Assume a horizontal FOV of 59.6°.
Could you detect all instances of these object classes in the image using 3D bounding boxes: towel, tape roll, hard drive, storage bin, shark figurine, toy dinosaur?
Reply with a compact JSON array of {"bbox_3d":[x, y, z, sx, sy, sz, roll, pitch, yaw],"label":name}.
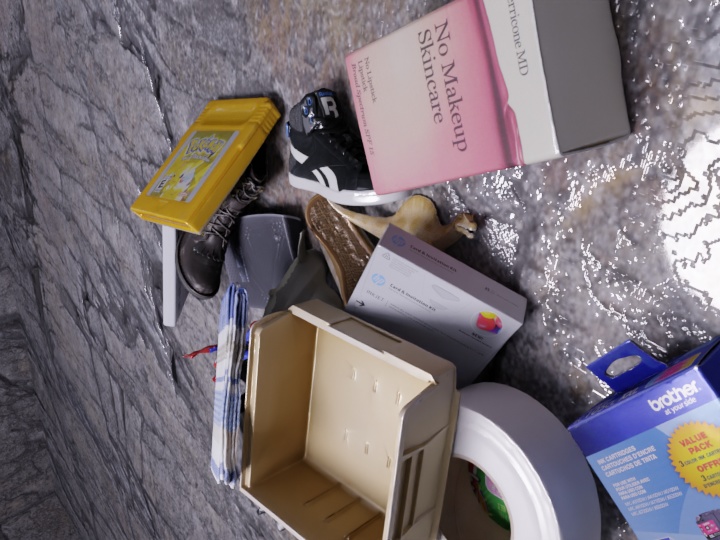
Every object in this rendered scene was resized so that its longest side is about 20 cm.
[{"bbox_3d":[-0.146,0.125,0.696,0.147,0.023,0.206,148,125,-70],"label":"towel"},{"bbox_3d":[0.123,0.216,0.600,0.200,0.070,0.208,14,109,46],"label":"tape roll"},{"bbox_3d":[-0.137,-0.015,0.909,0.198,0.042,0.138,-2,104,52],"label":"hard drive"},{"bbox_3d":[-0.016,0.157,0.606,0.197,0.093,0.204,21,113,39],"label":"storage bin"},{"bbox_3d":[-0.069,0.048,0.736,0.088,0.217,0.129,26,148,3],"label":"shark figurine"},{"bbox_3d":[0.049,-0.030,0.681,0.197,0.057,0.104,10,98,40],"label":"toy dinosaur"}]

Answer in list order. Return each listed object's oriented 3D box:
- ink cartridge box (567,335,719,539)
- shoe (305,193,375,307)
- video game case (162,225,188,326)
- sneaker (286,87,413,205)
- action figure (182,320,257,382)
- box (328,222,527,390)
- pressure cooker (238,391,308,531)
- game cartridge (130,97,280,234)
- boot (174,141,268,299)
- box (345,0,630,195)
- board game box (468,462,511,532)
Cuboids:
[{"bbox_3d":[0.255,0.143,0.473,0.203,0.075,0.137,59,141,16],"label":"ink cartridge box"},{"bbox_3d":[0.000,0.000,0.748,0.069,0.053,0.204,-27,85,9],"label":"shoe"},{"bbox_3d":[-0.278,-0.048,0.991,0.184,0.022,0.204,-88,7,-56],"label":"video game case"},{"bbox_3d":[-0.024,-0.141,0.692,0.198,0.072,0.115,19,121,47],"label":"sneaker"},{"bbox_3d":[-0.221,0.142,1.040,0.199,0.097,0.067,-33,79,54],"label":"action figure"},{"bbox_3d":[0.055,0.067,0.653,0.153,0.042,0.202,28,134,1],"label":"box"},{"bbox_3d":[-0.060,0.229,0.810,0.176,0.176,0.203,-45,70,46],"label":"pressure cooker"},{"bbox_3d":[-0.208,-0.147,0.838,0.174,0.203,0.032,13,158,46],"label":"game cartridge"},{"bbox_3d":[-0.184,-0.081,0.860,0.173,0.068,0.205,-33,52,43],"label":"boot"},{"bbox_3d":[0.096,-0.146,0.515,0.198,0.107,0.131,-4,102,51],"label":"box"},{"bbox_3d":[0.135,0.259,0.693,0.197,0.040,0.157,9,112,49],"label":"board game box"}]
